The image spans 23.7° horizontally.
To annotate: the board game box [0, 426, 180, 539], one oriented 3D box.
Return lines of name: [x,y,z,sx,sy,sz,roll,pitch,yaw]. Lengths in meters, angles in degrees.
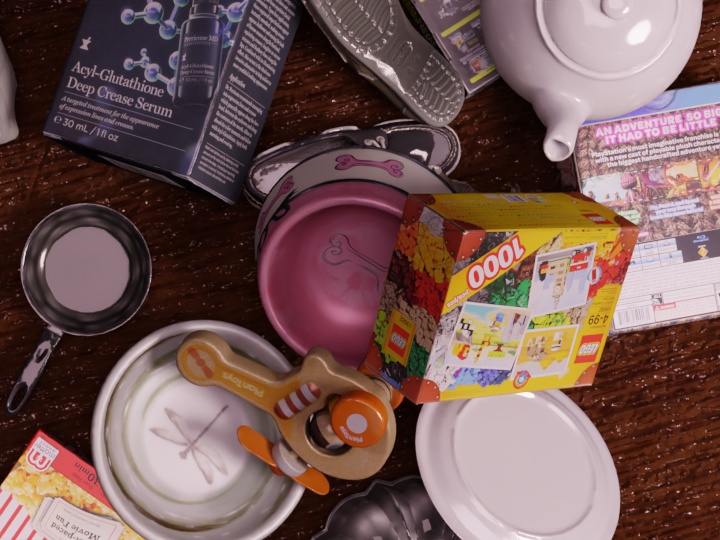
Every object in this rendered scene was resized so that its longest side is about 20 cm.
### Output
board game box: [-0.271,0.261,1.486,0.151,0.046,0.201,34,86,-1]

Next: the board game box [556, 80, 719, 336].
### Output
board game box: [0.265,-0.053,1.505,0.158,0.097,0.202,-9,88,-4]

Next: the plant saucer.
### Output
plant saucer: [-0.139,0.145,1.482,0.199,0.050,0.202,3,82,-21]

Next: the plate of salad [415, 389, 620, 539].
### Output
plate of salad: [0.133,0.174,1.481,0.199,0.048,0.201,14,53,-20]

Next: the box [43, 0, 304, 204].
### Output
box: [-0.155,-0.178,1.460,0.147,0.107,0.201,17,85,21]

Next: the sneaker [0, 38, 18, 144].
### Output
sneaker: [-0.343,-0.196,1.495,0.075,0.092,0.201,-17,65,12]

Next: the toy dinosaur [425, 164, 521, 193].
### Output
toy dinosaur: [0.106,-0.017,1.516,0.102,0.077,0.201,-19,108,10]

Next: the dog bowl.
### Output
dog bowl: [0.000,0.000,1.456,0.198,0.074,0.202,3,115,7]

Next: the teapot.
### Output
teapot: [0.193,-0.217,1.377,0.196,0.146,0.201,-24,95,-2]

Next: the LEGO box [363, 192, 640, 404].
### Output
LEGO box: [0.115,0.019,1.392,0.199,0.077,0.150,-3,116,-39]

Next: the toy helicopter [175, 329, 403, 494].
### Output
toy helicopter: [-0.066,0.115,1.444,0.199,0.079,0.133,26,119,5]

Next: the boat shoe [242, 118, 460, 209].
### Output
boat shoe: [-0.007,-0.094,1.509,0.198,0.060,0.075,-7,88,-3]

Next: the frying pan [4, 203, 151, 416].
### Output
frying pan: [-0.244,0.037,1.505,0.114,0.031,0.192,6,90,-3]

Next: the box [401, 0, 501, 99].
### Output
box: [0.134,-0.273,1.534,0.199,0.044,0.161,-33,90,-4]

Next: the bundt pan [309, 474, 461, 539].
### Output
bundt pan: [0.051,0.276,1.476,0.200,0.076,0.204,1,82,-10]

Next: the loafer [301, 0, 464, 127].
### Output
loafer: [0.006,-0.200,1.487,0.075,0.069,0.200,-49,113,-21]
